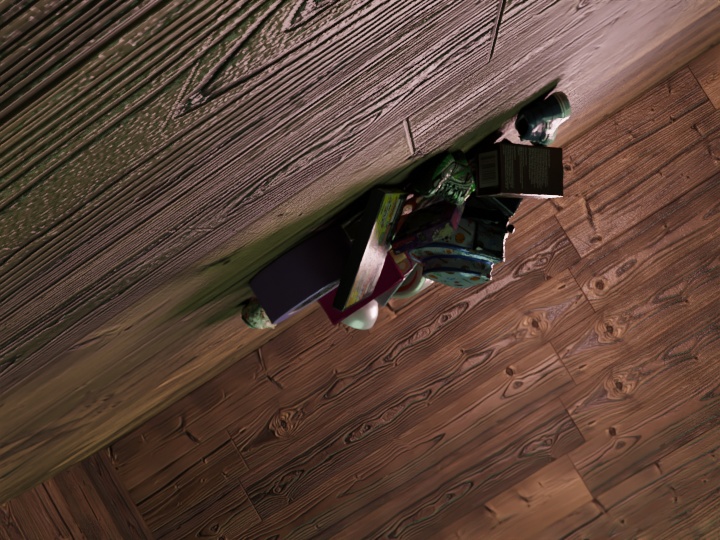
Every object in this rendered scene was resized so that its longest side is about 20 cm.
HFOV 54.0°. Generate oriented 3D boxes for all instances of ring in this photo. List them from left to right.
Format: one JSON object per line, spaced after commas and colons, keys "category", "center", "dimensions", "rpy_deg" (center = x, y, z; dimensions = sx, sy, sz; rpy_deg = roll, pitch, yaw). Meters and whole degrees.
{"category": "ring", "center": [0.113, -0.152, 1.479], "dimensions": [0.199, 0.019, 0.200], "rpy_deg": [-33, 178, -2]}

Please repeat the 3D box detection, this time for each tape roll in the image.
{"category": "tape roll", "center": [-0.095, 0.009, 1.267], "dimensions": [0.198, 0.086, 0.200], "rpy_deg": [-32, 176, -3]}

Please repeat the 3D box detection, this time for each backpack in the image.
{"category": "backpack", "center": [0.194, -0.049, 1.499], "dimensions": [0.200, 0.188, 0.157], "rpy_deg": [-32, -139, 63]}

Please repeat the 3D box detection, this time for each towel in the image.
{"category": "towel", "center": [0.201, -0.185, 1.459], "dimensions": [0.199, 0.030, 0.146], "rpy_deg": [-36, 177, -39]}

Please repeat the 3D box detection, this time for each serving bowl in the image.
{"category": "serving bowl", "center": [-0.031, 0.057, 1.783], "dimensions": [0.066, 0.199, 0.200], "rpy_deg": [-54, 169, 20]}

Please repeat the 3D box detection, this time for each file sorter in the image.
{"category": "file sorter", "center": [0.000, 0.000, 1.577], "dimensions": [0.199, 0.140, 0.125], "rpy_deg": [-34, 178, 23]}

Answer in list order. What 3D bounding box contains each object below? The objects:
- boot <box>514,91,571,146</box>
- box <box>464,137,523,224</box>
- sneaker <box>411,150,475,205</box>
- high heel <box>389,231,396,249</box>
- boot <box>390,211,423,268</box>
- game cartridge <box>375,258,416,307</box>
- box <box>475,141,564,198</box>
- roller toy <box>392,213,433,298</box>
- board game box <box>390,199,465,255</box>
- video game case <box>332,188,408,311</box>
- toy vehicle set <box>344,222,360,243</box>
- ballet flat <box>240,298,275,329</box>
{"category": "boot", "center": [0.336, -0.282, 1.375], "dimensions": [0.089, 0.074, 0.200], "rpy_deg": [-24, 169, -4]}
{"category": "box", "center": [0.279, -0.173, 1.570], "dimensions": [0.149, 0.104, 0.200], "rpy_deg": [-57, -171, -24]}
{"category": "sneaker", "center": [0.159, -0.157, 1.248], "dimensions": [0.078, 0.086, 0.199], "rpy_deg": [-34, 176, 32]}
{"category": "high heel", "center": [0.023, -0.062, 1.364], "dimensions": [0.201, 0.067, 0.097], "rpy_deg": [-55, -168, 43]}
{"category": "boot", "center": [0.084, -0.022, 1.650], "dimensions": [0.198, 0.177, 0.066], "rpy_deg": [-31, 177, 31]}
{"category": "game cartridge", "center": [0.060, -0.021, 1.716], "dimensions": [0.201, 0.132, 0.042], "rpy_deg": [-54, 177, 31]}
{"category": "box", "center": [0.322, -0.199, 1.422], "dimensions": [0.197, 0.102, 0.074], "rpy_deg": [-2, -179, -36]}
{"category": "roller toy", "center": [0.111, -0.030, 1.791], "dimensions": [0.199, 0.184, 0.139], "rpy_deg": [-34, 175, 33]}
{"category": "board game box", "center": [0.129, -0.089, 1.306], "dimensions": [0.118, 0.033, 0.200], "rpy_deg": [-16, -165, 18]}
{"category": "video game case", "center": [0.019, -0.041, 1.193], "dimensions": [0.180, 0.025, 0.203], "rpy_deg": [-23, 134, -73]}
{"category": "toy vehicle set", "center": [-0.060, -0.037, 1.436], "dimensions": [0.199, 0.027, 0.124], "rpy_deg": [-35, 176, 35]}
{"category": "ballet flat", "center": [-0.206, 0.089, 1.535], "dimensions": [0.064, 0.075, 0.200], "rpy_deg": [-48, 180, 2]}
